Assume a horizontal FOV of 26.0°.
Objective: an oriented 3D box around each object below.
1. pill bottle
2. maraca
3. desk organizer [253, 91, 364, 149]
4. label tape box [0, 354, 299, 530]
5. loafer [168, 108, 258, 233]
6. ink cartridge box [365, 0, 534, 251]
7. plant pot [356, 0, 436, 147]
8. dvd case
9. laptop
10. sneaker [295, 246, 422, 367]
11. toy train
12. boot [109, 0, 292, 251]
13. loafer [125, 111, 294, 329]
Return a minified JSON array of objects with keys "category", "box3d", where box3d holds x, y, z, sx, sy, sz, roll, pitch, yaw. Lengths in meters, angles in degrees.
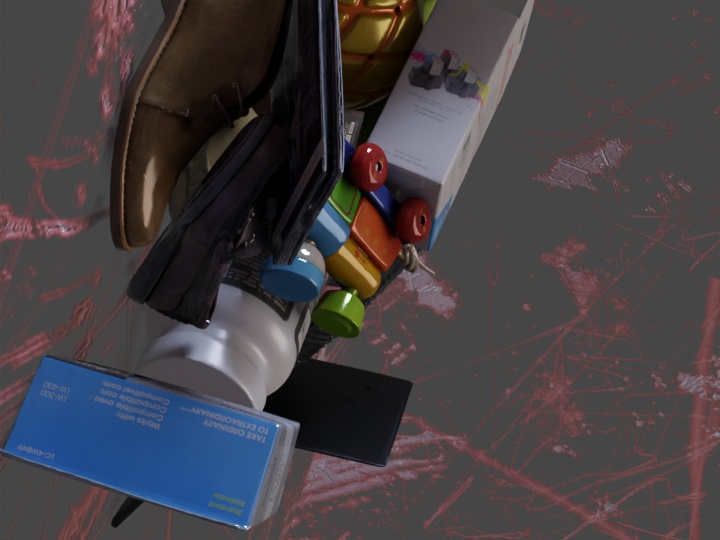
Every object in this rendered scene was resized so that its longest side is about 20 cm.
[{"category":"pill bottle","box3d":[-0.093,0.024,1.159,0.116,0.115,0.200,102,6,-46]},{"category":"maraca","box3d":[-0.018,-0.204,1.186,0.107,0.137,0.200,49,-15,42]},{"category":"desk organizer","box3d":[-0.070,-0.048,1.312,0.072,0.077,0.201,-2,110,-58]},{"category":"label tape box","box3d":[-0.116,0.097,0.901,0.200,0.143,0.066,76,31,-82]},{"category":"loafer","box3d":[-0.092,-0.089,1.059,0.200,0.068,0.076,99,7,-63]},{"category":"ink cartridge box","box3d":[0.067,-0.132,1.208,0.115,0.068,0.201,97,18,-65]},{"category":"plant pot","box3d":[0.018,-0.229,1.484,0.187,0.186,0.201,101,-8,-52]},{"category":"dvd case","box3d":[-0.035,-0.122,0.956,0.149,0.016,0.201,125,-34,-65]},{"category":"laptop","box3d":[-0.076,0.147,1.281,0.200,0.116,0.187,-43,-175,17]},{"category":"sneaker","box3d":[-0.026,-0.002,1.281,0.200,0.082,0.070,-45,163,0]},{"category":"toy train","box3d":[0.000,0.000,1.141,0.200,0.084,0.116,48,53,-46]},{"category":"boot","box3d":[-0.096,-0.102,0.928,0.074,0.075,0.201,91,16,-81]},{"category":"loafer","box3d":[-0.084,-0.027,0.992,0.200,0.063,0.072,-45,-168,48]}]
